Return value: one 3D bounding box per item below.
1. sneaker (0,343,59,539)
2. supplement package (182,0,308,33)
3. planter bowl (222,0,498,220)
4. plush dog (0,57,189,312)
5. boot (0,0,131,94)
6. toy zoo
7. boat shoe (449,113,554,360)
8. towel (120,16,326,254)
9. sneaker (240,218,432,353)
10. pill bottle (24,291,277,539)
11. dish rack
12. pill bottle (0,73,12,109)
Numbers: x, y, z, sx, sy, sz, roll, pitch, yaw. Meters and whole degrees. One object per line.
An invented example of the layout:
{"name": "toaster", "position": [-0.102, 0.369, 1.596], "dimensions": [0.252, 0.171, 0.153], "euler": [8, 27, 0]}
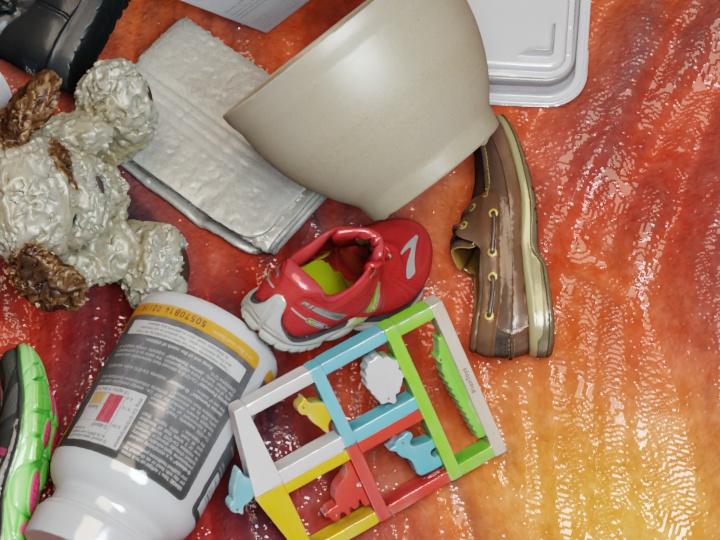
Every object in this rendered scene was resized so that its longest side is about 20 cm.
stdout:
{"name": "sneaker", "position": [-0.268, 0.140, 1.688], "dimensions": [0.084, 0.077, 0.200], "euler": [3, 60, 7]}
{"name": "supplement package", "position": [-0.118, -0.289, 1.816], "dimensions": [0.200, 0.120, 0.121], "euler": [16, 55, -38]}
{"name": "planter bowl", "position": [0.016, -0.122, 1.722], "dimensions": [0.200, 0.200, 0.135], "euler": [-39, 96, -15]}
{"name": "plush dog", "position": [-0.228, -0.054, 1.720], "dimensions": [0.160, 0.172, 0.200], "euler": [-12, 85, 12]}
{"name": "boot", "position": [-0.266, -0.252, 1.887], "dimensions": [0.168, 0.076, 0.200], "euler": [23, 73, 11]}
{"name": "toy zoo", "position": [-0.007, 0.120, 1.662], "dimensions": [0.200, 0.131, 0.020], "euler": [-29, 21, -10]}
{"name": "boat shoe", "position": [0.099, -0.027, 1.750], "dimensions": [0.067, 0.072, 0.200], "euler": [-6, 65, -2]}
{"name": "towel", "position": [-0.108, -0.104, 1.826], "dimensions": [0.200, 0.034, 0.133], "euler": [36, 69, 19]}
{"name": "sneaker", "position": [0.000, 0.000, 1.701], "dimensions": [0.077, 0.085, 0.200], "euler": [46, 38, 12]}
{"name": "pill bottle", "position": [-0.150, 0.124, 1.664], "dimensions": [0.116, 0.116, 0.200], "euler": [23, 66, 15]}
{"name": "dish rack", "position": [0.100, -0.228, 1.871], "dimensions": [0.171, 0.044, 0.200], "euler": [3, 62, 6]}
{"name": "pill bottle", "position": [-0.369, -0.099, 1.796], "dimensions": [0.111, 0.111, 0.200], "euler": [41, 72, 21]}
